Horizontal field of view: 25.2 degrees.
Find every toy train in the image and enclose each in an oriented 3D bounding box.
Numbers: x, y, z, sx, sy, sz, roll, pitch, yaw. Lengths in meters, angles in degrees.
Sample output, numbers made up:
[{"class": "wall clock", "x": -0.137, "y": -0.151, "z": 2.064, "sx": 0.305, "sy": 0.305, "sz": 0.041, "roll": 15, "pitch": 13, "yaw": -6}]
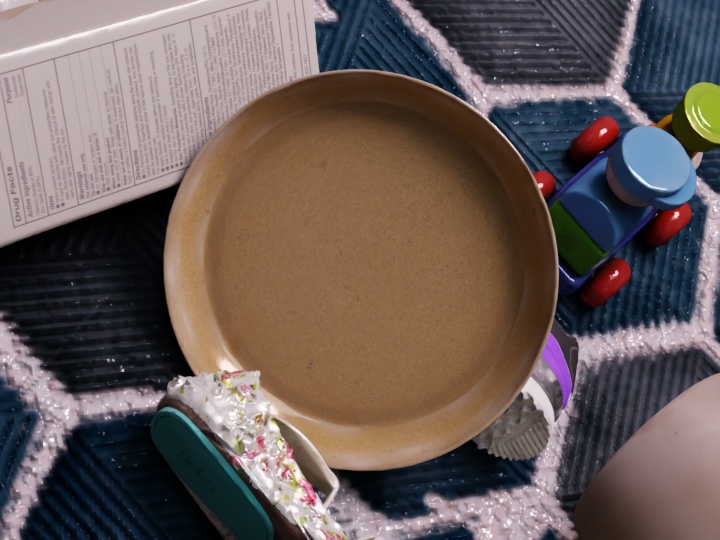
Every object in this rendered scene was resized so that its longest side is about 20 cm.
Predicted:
[{"class": "toy train", "x": 0.184, "y": -0.073, "z": 0.953, "sx": 0.085, "sy": 0.116, "sz": 0.200, "roll": 49, "pitch": 55, "yaw": 3}]

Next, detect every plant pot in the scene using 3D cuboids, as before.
[{"class": "plant pot", "x": 0.207, "y": 0.154, "z": 0.820, "sx": 0.199, "sy": 0.201, "sz": 0.174, "roll": -26, "pitch": 63, "yaw": -34}, {"class": "plant pot", "x": 0.000, "y": 0.000, "z": 0.809, "sx": 0.200, "sy": 0.200, "sz": 0.027, "roll": 41, "pitch": 12, "yaw": -2}]

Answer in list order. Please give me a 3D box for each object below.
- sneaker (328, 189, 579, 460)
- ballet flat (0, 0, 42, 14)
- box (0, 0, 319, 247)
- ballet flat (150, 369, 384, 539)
[{"class": "sneaker", "x": 0.042, "y": 0.005, "z": 0.879, "sx": 0.200, "sy": 0.070, "sz": 0.100, "roll": 46, "pitch": 47, "yaw": -2}, {"class": "ballet flat", "x": -0.167, "y": -0.152, "z": 0.845, "sx": 0.199, "sy": 0.072, "sz": 0.073, "roll": -23, "pitch": 77, "yaw": -34}, {"class": "box", "x": -0.121, "y": -0.092, "z": 0.811, "sx": 0.199, "sy": 0.077, "sz": 0.096, "roll": -21, "pitch": 118, "yaw": -34}, {"class": "ballet flat", "x": -0.024, "y": 0.129, "z": 0.775, "sx": 0.064, "sy": 0.076, "sz": 0.201, "roll": -28, "pitch": 82, "yaw": -42}]
